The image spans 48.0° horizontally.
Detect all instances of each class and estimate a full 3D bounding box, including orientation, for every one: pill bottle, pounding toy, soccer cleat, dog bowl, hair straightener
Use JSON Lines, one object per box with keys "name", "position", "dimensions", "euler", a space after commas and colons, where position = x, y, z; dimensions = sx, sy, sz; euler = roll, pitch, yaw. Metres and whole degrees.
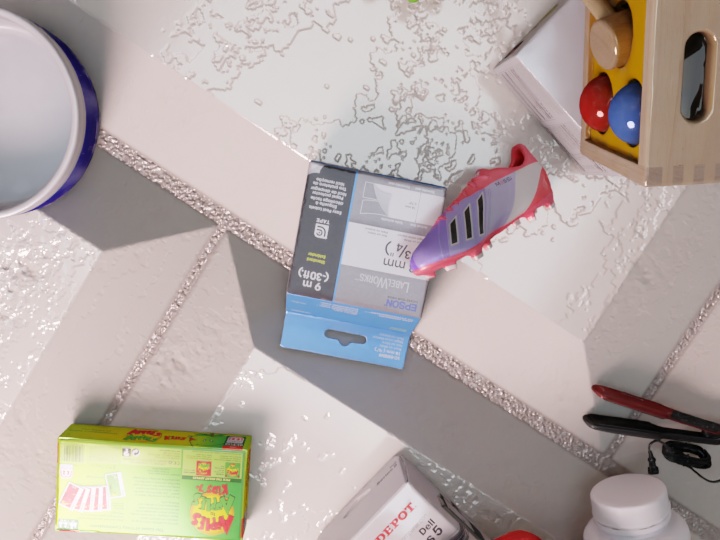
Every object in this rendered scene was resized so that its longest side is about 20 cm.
{"name": "pill bottle", "position": [0.301, 0.328, 0.859], "dimensions": [0.108, 0.109, 0.203], "euler": [-13, 98, 0]}
{"name": "pounding toy", "position": [0.230, -0.187, 0.661], "dimensions": [0.140, 0.184, 0.203], "euler": [-4, 107, -2]}
{"name": "soccer cleat", "position": [0.114, -0.058, 0.800], "dimensions": [0.199, 0.067, 0.077], "euler": [-30, 93, -30]}
{"name": "dog bowl", "position": [-0.364, -0.153, 0.795], "dimensions": [0.197, 0.079, 0.204], "euler": [0, 98, -2]}
{"name": "hair straightener", "position": [0.336, 0.187, 0.890], "dimensions": [0.197, 0.041, 0.078], "euler": [15, 100, -9]}

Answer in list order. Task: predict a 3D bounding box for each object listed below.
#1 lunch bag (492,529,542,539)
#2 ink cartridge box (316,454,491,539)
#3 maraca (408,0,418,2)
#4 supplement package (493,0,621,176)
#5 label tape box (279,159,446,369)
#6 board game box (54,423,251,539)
{"name": "lunch bag", "position": [0.146, 0.344, 0.791], "dimensions": [0.197, 0.082, 0.179], "euler": [2, 94, -5]}
{"name": "ink cartridge box", "position": [0.066, 0.326, 0.869], "dimensions": [0.200, 0.084, 0.146], "euler": [44, 93, -7]}
{"name": "maraca", "position": [0.071, -0.360, 0.769], "dimensions": [0.136, 0.107, 0.202], "euler": [26, 96, 2]}
{"name": "supplement package", "position": [0.260, -0.219, 0.793], "dimensions": [0.200, 0.111, 0.156], "euler": [-45, 97, 3]}
{"name": "label tape box", "position": [0.000, 0.000, 0.836], "dimensions": [0.142, 0.063, 0.203], "euler": [10, 97, -3]}
{"name": "board game box", "position": [-0.219, 0.226, 0.866], "dimensions": [0.197, 0.048, 0.103], "euler": [4, 98, -2]}
